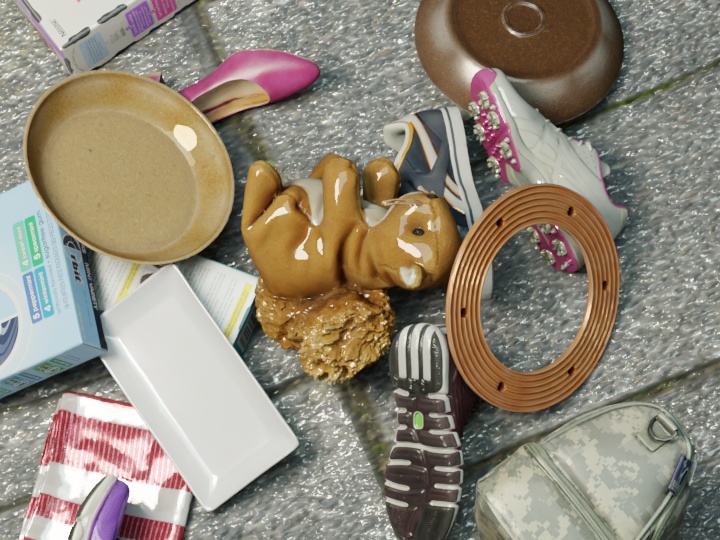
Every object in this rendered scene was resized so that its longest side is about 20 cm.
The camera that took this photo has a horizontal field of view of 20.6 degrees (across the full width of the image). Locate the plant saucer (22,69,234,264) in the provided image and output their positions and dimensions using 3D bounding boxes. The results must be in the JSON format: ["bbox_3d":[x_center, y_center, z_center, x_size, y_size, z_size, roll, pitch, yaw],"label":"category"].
[{"bbox_3d":[-0.211,-0.086,1.778,0.200,0.035,0.201,14,56,-22],"label":"plant saucer"}]

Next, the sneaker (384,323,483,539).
[{"bbox_3d":[0.081,0.139,1.728,0.075,0.115,0.201,10,104,34],"label":"sneaker"}]

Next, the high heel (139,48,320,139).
[{"bbox_3d":[-0.135,-0.149,1.853,0.199,0.067,0.096,-4,59,9],"label":"high heel"}]

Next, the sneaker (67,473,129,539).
[{"bbox_3d":[-0.217,0.276,1.692,0.083,0.081,0.201,8,76,-10],"label":"sneaker"}]

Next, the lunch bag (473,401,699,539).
[{"bbox_3d":[0.195,0.195,1.624,0.168,0.200,0.139,-38,71,-8],"label":"lunch bag"}]

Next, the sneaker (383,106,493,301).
[{"bbox_3d":[0.069,-0.056,1.797,0.079,0.079,0.200,-8,58,-6],"label":"sneaker"}]

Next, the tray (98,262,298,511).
[{"bbox_3d":[-0.148,0.102,1.751,0.107,0.022,0.200,-37,83,12],"label":"tray"}]

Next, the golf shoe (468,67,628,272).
[{"bbox_3d":[0.169,-0.101,1.794,0.091,0.075,0.200,-29,94,-16],"label":"golf shoe"}]

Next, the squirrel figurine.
[{"bbox_3d":[0.000,0.000,1.735,0.186,0.141,0.201,15,96,28],"label":"squirrel figurine"}]

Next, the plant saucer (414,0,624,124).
[{"bbox_3d":[0.151,-0.227,1.853,0.200,0.037,0.201,2,62,-3],"label":"plant saucer"}]

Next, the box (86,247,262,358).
[{"bbox_3d":[-0.192,0.017,1.810,0.199,0.049,0.082,20,74,13],"label":"box"}]

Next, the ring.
[{"bbox_3d":[0.148,0.023,1.719,0.019,0.200,0.201,14,66,51],"label":"ring"}]

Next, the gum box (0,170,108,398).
[{"bbox_3d":[-0.335,0.028,1.787,0.200,0.045,0.170,-23,68,22],"label":"gum box"}]

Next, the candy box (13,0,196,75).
[{"bbox_3d":[-0.248,-0.310,1.927,0.200,0.072,0.168,-36,70,-9],"label":"candy box"}]

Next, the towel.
[{"bbox_3d":[-0.224,0.212,1.755,0.144,0.023,0.201,11,71,9],"label":"towel"}]
